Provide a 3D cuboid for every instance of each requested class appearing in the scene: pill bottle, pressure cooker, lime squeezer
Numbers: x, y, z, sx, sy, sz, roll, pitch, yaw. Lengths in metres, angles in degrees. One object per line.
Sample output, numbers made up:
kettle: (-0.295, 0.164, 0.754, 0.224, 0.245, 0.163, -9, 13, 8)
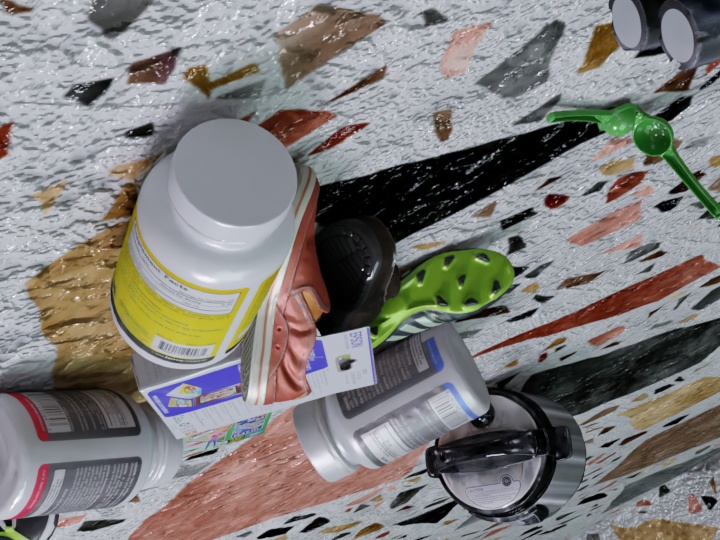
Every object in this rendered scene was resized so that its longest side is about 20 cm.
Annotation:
pill bottle: (-0.261, 0.165, 1.301, 0.111, 0.111, 0.200, -37, 155, 32)
pressure cooker: (0.192, 0.245, 1.901, 0.176, 0.179, 0.200, -54, 152, 9)
lime squeezer: (0.236, -0.112, 1.237, 0.199, 0.071, 0.038, 26, 153, -26)
pill bottle: (-0.111, -0.019, 1.016, 0.112, 0.113, 0.200, -13, 157, -26)
pill bottle: (0.032, 0.149, 1.573, 0.199, 0.114, 0.114, -28, 159, 12)

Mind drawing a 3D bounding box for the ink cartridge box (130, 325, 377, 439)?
ink cartridge box: (-0.087, 0.087, 1.255, 0.199, 0.044, 0.198, -15, 161, -3)

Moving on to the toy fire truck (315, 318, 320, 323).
toy fire truck: (-0.106, 0.039, 1.249, 0.140, 0.049, 0.200, -16, 159, -18)

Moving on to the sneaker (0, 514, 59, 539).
sneaker: (-0.409, 0.281, 1.478, 0.199, 0.072, 0.083, -29, 150, 0)

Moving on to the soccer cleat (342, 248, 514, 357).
soccer cleat: (0.054, 0.030, 1.399, 0.199, 0.068, 0.081, -22, 177, -2)

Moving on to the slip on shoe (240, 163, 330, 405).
slip on shoe: (-0.053, 0.013, 1.111, 0.061, 0.074, 0.201, 3, 110, -15)

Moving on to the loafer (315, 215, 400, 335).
loafer: (0.000, 0.000, 1.258, 0.071, 0.073, 0.200, -27, 167, -21)

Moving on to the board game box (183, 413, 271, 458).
board game box: (-0.188, 0.165, 1.499, 0.199, 0.029, 0.135, -16, 159, -20)

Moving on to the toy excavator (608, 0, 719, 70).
toy excavator: (0.235, -0.234, 0.898, 0.099, 0.201, 0.194, -18, -157, -17)
